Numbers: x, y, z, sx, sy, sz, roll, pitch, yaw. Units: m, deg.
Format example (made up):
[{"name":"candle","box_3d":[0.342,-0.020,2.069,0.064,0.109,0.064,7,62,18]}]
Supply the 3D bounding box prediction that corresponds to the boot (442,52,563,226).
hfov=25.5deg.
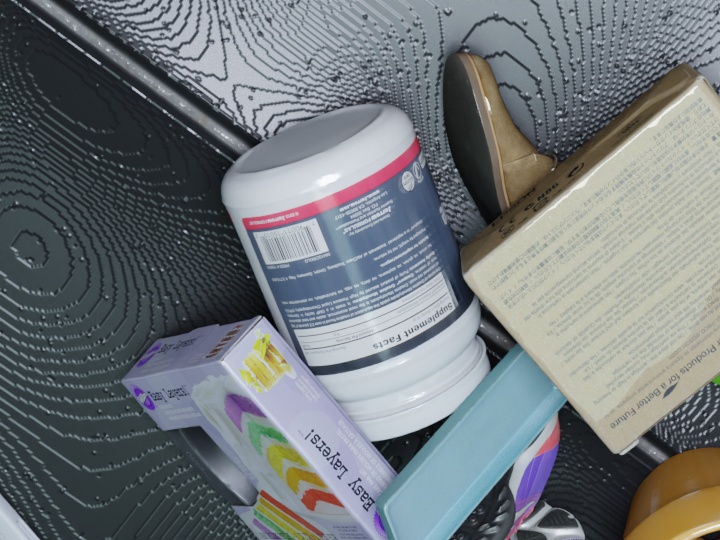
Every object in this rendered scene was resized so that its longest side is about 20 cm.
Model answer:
[{"name":"boot","box_3d":[0.114,-0.068,1.115,0.075,0.074,0.201,-25,112,-9]}]

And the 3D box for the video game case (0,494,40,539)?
[{"name":"video game case","box_3d":[-0.320,0.284,1.272,0.199,0.024,0.182,-35,104,12]}]

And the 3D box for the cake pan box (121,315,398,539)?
[{"name":"cake pan box","box_3d":[-0.067,0.122,1.129,0.052,0.200,0.185,-44,105,-26]}]

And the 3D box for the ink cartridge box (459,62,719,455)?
[{"name":"ink cartridge box","box_3d":[0.190,-0.008,1.043,0.200,0.075,0.165,-39,102,10]}]

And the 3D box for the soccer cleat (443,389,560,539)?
[{"name":"soccer cleat","box_3d":[0.094,0.168,1.128,0.068,0.200,0.074,6,133,30]}]

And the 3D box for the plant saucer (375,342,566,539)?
[{"name":"plant saucer","box_3d":[0.078,0.117,1.077,0.019,0.200,0.070,14,136,40]}]

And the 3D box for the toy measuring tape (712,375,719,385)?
[{"name":"toy measuring tape","box_3d":[0.331,0.088,1.132,0.199,0.074,0.074,25,109,7]}]

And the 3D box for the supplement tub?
[{"name":"supplement tub","box_3d":[0.000,0.000,1.095,0.139,0.141,0.201,-19,108,9]}]

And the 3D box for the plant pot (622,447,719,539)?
[{"name":"plant pot","box_3d":[0.263,0.221,1.137,0.198,0.183,0.202,1,110,2]}]

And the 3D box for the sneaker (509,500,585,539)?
[{"name":"sneaker","box_3d":[0.090,0.246,1.224,0.199,0.081,0.084,-30,122,19]}]
